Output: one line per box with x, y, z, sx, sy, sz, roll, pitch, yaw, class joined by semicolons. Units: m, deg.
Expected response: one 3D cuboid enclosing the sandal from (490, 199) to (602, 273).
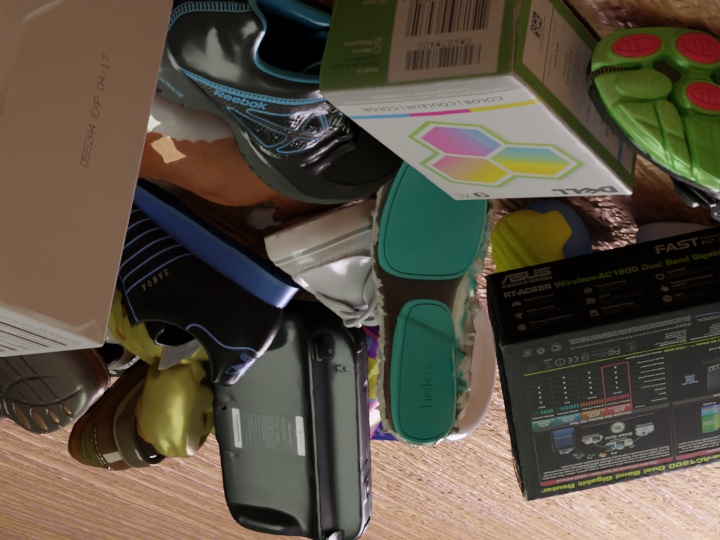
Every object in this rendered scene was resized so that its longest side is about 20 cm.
0.135;0.007;1.174;0.087;0.080;0.200;-24;157;-6;sandal

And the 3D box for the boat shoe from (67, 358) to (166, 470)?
-0.152;0.089;1.373;0.068;0.072;0.200;-10;-169;26;boat shoe

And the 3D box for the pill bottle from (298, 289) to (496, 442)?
-0.009;0.068;1.355;0.199;0.117;0.116;-2;160;34;pill bottle

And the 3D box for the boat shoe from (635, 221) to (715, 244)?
0.214;0.026;1.170;0.073;0.069;0.199;5;163;14;boat shoe

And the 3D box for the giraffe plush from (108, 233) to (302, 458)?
-0.152;0.019;1.244;0.161;0.174;0.200;26;-178;20;giraffe plush

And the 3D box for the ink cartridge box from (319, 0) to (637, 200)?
0.075;-0.079;0.910;0.103;0.060;0.200;-1;161;31;ink cartridge box

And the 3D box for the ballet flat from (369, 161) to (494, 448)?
0.037;0.003;1.054;0.071;0.202;0.072;6;-161;-2;ballet flat

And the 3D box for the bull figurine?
-0.092;-0.073;1.018;0.199;0.066;0.121;19;164;-27;bull figurine

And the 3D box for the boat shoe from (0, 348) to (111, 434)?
-0.212;0.058;1.182;0.072;0.076;0.199;-33;-162;-32;boat shoe

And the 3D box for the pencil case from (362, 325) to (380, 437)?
-0.022;0.086;1.246;0.088;0.089;0.201;15;126;-19;pencil case

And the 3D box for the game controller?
-0.045;0.101;1.190;0.104;0.042;0.201;12;128;17;game controller

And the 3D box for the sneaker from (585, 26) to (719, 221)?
0.175;-0.057;0.899;0.199;0.077;0.083;24;155;-37;sneaker

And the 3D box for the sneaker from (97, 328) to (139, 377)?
-0.196;0.043;1.397;0.087;0.076;0.200;-32;173;-26;sneaker

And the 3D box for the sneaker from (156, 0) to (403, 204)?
-0.029;-0.088;0.917;0.081;0.074;0.200;-5;160;35;sneaker

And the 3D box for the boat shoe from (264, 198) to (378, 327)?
0.000;0.000;1.102;0.072;0.069;0.200;-18;174;12;boat shoe

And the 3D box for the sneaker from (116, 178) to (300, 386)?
-0.128;-0.006;1.112;0.200;0.078;0.070;34;-175;32;sneaker

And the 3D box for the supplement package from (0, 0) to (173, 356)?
-0.185;-0.080;0.799;0.110;0.202;0.155;-8;156;44;supplement package

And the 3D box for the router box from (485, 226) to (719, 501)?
0.182;0.054;1.095;0.198;0.062;0.150;-11;135;2;router box
